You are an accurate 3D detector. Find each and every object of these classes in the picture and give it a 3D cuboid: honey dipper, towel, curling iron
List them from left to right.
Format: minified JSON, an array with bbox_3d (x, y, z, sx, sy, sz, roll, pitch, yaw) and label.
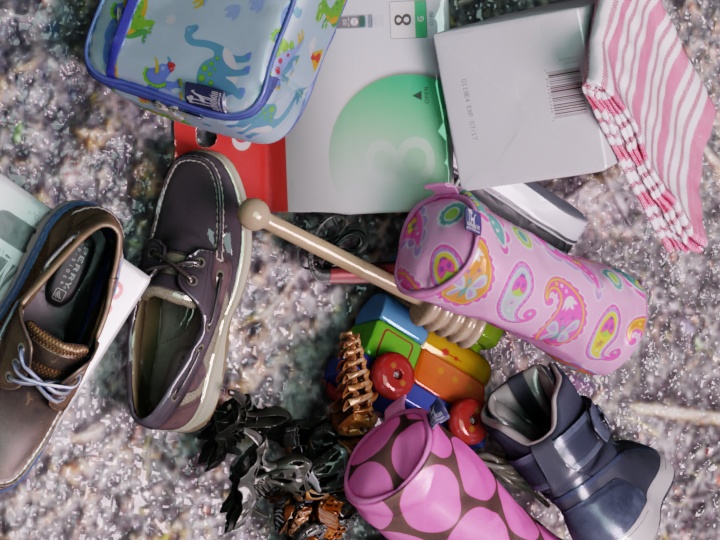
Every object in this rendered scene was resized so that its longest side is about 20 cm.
[{"bbox_3d":[0.000,0.000,1.458,0.199,0.038,0.038,26,84,-24],"label":"honey dipper"},{"bbox_3d":[0.054,-0.011,1.501,0.199,0.026,0.050,4,94,-9],"label":"curling iron"},{"bbox_3d":[0.204,-0.123,1.443,0.200,0.030,0.147,54,38,-45],"label":"towel"}]

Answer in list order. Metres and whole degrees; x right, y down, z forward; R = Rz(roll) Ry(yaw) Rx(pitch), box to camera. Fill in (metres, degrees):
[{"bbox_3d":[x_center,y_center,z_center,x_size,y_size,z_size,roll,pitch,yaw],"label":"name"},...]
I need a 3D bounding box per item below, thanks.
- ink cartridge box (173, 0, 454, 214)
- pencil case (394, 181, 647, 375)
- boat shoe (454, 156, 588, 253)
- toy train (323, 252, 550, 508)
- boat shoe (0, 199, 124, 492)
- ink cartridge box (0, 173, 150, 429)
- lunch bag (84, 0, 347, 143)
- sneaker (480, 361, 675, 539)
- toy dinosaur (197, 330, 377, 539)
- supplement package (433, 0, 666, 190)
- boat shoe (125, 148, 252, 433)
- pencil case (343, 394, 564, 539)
[{"bbox_3d":[-0.035,-0.120,1.466,0.199,0.050,0.162,-2,94,0],"label":"ink cartridge box"},{"bbox_3d":[0.112,0.007,1.453,0.199,0.087,0.088,25,84,-39],"label":"pencil case"},{"bbox_3d":[0.069,-0.062,1.538,0.199,0.074,0.068,31,102,-14],"label":"boat shoe"},{"bbox_3d":[0.079,0.080,1.551,0.199,0.085,0.116,31,68,-21],"label":"toy train"},{"bbox_3d":[-0.208,0.050,1.344,0.072,0.072,0.201,20,87,-22],"label":"boat shoe"},{"bbox_3d":[-0.264,0.010,1.403,0.200,0.084,0.145,35,81,-21],"label":"ink cartridge box"},{"bbox_3d":[-0.093,-0.196,1.425,0.082,0.160,0.201,30,80,-64],"label":"lunch bag"},{"bbox_3d":[0.159,0.125,1.533,0.077,0.202,0.146,-37,94,13],"label":"sneaker"},{"bbox_3d":[-0.038,0.134,1.490,0.135,0.102,0.201,5,97,-22],"label":"toy dinosaur"},{"bbox_3d":[0.146,-0.134,1.486,0.200,0.109,0.115,-28,108,-62],"label":"supplement package"},{"bbox_3d":[-0.125,0.015,1.458,0.072,0.065,0.201,11,94,22],"label":"boat shoe"},{"bbox_3d":[0.080,0.178,1.469,0.091,0.094,0.200,-33,120,20],"label":"pencil case"}]
